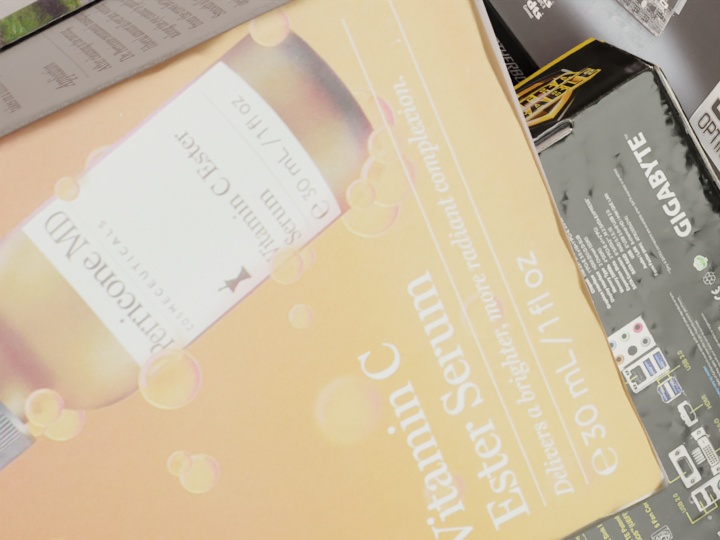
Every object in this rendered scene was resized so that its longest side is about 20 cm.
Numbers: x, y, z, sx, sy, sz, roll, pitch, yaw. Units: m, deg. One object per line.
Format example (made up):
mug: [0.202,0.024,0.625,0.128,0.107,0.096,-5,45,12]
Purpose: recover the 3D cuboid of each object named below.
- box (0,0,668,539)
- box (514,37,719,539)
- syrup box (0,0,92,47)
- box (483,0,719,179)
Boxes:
box: [-0.052,0.019,0.639,0.200,0.106,0.152,-27,108,-8]
box: [0.057,0.058,0.763,0.160,0.049,0.200,-33,111,-5]
syrup box: [-0.061,-0.133,0.682,0.200,0.081,0.079,-31,124,-21]
box: [0.092,-0.105,0.811,0.158,0.050,0.200,-48,115,-23]
